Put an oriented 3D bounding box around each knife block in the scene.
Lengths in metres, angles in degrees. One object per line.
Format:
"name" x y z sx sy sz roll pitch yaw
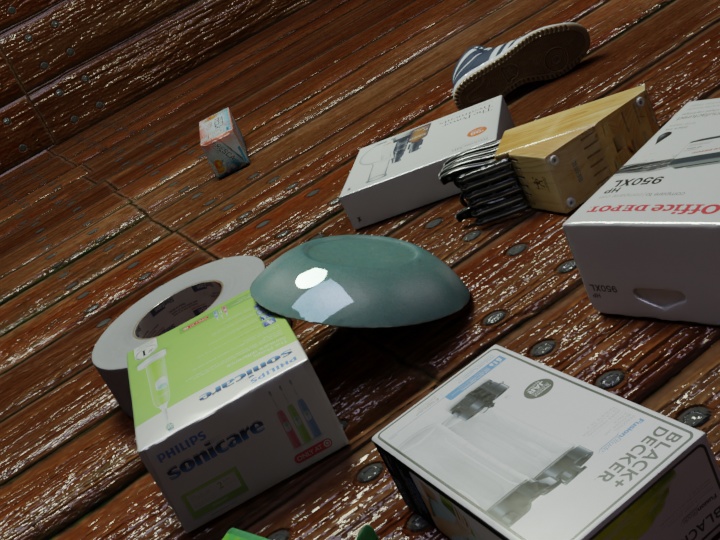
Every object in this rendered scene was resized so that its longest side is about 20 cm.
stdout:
"knife block" 0.184 -0.119 1.039 0.199 0.064 0.175 -34 23 -17

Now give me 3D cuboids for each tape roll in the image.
"tape roll" -0.172 0.066 1.033 0.199 0.067 0.201 -23 23 10

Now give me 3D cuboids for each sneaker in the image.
"sneaker" 0.213 -0.292 1.390 0.199 0.070 0.109 -26 23 10

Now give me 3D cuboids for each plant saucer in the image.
"plant saucer" 0.000 0.000 0.901 0.199 0.039 0.201 1 16 0

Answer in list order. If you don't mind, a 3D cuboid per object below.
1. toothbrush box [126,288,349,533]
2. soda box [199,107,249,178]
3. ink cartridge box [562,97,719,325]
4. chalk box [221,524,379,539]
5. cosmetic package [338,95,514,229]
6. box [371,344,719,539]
"toothbrush box" -0.111 0.105 0.846 0.145 0.087 0.200 -28 21 -7
"soda box" -0.240 -0.226 1.763 0.063 0.069 0.200 -26 22 1
"ink cartridge box" 0.272 -0.053 0.763 0.200 0.085 0.144 -41 25 -30
"chalk box" -0.035 0.211 0.467 0.123 0.126 0.200 0 35 49
"cosmetic package" 0.083 -0.131 1.206 0.198 0.052 0.151 -19 26 20
"box" 0.105 0.120 0.597 0.116 0.061 0.200 -33 23 -16
